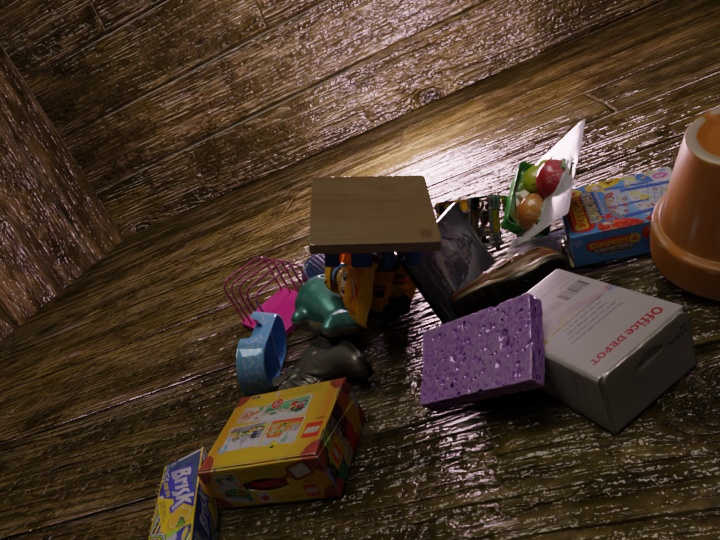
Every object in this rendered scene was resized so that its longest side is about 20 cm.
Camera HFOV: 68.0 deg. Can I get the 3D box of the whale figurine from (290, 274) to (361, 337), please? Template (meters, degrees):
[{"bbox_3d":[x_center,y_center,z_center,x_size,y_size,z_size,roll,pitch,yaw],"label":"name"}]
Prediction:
[{"bbox_3d":[-0.059,0.067,1.026,0.156,0.106,0.200,-9,11,-13],"label":"whale figurine"}]

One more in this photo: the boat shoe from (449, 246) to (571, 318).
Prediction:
[{"bbox_3d":[0.240,0.021,0.875,0.197,0.076,0.074,-22,30,4],"label":"boat shoe"}]

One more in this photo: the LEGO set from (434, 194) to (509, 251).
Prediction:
[{"bbox_3d":[0.248,-0.090,1.121,0.197,0.118,0.153,-1,3,39],"label":"LEGO set"}]

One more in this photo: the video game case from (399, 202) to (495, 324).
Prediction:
[{"bbox_3d":[0.162,-0.014,0.956,0.019,0.144,0.200,-25,16,50],"label":"video game case"}]

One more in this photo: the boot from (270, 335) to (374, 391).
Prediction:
[{"bbox_3d":[-0.069,0.183,0.899,0.130,0.068,0.199,-43,19,-24],"label":"boot"}]

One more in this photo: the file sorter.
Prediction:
[{"bbox_3d":[-0.208,0.053,1.225,0.139,0.127,0.199,-40,26,-25],"label":"file sorter"}]

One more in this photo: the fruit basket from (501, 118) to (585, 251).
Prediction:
[{"bbox_3d":[0.336,-0.142,0.958,0.200,0.092,0.188,139,151,-67],"label":"fruit basket"}]

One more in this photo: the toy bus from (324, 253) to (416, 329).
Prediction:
[{"bbox_3d":[0.000,0.000,0.982,0.190,0.138,0.199,21,23,24],"label":"toy bus"}]

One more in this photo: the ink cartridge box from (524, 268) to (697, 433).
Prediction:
[{"bbox_3d":[0.282,0.089,0.673,0.144,0.088,0.199,-33,22,-14],"label":"ink cartridge box"}]

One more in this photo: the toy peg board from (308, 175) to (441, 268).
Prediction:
[{"bbox_3d":[0.018,-0.064,0.879,0.196,0.099,0.201,-2,39,-2],"label":"toy peg board"}]

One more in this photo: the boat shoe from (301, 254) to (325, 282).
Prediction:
[{"bbox_3d":[-0.075,-0.006,1.287,0.199,0.072,0.073,-32,-20,-48],"label":"boat shoe"}]

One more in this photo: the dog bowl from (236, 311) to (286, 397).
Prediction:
[{"bbox_3d":[-0.183,0.155,1.018,0.049,0.113,0.201,-7,25,7],"label":"dog bowl"}]

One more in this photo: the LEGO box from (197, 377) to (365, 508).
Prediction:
[{"bbox_3d":[-0.108,0.246,0.766,0.197,0.078,0.150,-16,25,24],"label":"LEGO box"}]

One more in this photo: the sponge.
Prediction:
[{"bbox_3d":[0.152,0.112,0.700,0.199,0.030,0.113,-30,44,49],"label":"sponge"}]

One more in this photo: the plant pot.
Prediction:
[{"bbox_3d":[0.474,-0.097,0.671,0.197,0.184,0.202,-16,42,15],"label":"plant pot"}]

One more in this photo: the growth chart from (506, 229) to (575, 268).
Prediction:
[{"bbox_3d":[0.319,-0.017,0.955,0.143,0.018,0.201,-11,27,32],"label":"growth chart"}]

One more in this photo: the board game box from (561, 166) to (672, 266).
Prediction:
[{"bbox_3d":[0.450,-0.096,0.913,0.193,0.057,0.201,-12,26,19],"label":"board game box"}]

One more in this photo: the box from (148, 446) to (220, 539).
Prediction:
[{"bbox_3d":[-0.236,0.338,0.725,0.069,0.065,0.200,-26,22,-2],"label":"box"}]
